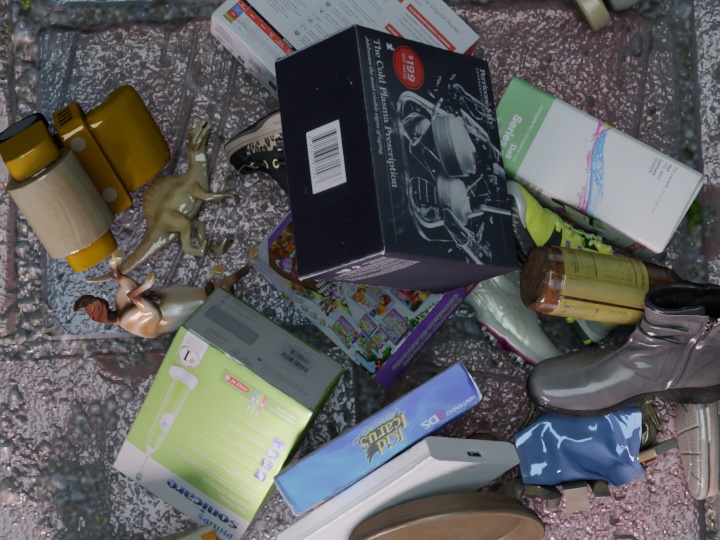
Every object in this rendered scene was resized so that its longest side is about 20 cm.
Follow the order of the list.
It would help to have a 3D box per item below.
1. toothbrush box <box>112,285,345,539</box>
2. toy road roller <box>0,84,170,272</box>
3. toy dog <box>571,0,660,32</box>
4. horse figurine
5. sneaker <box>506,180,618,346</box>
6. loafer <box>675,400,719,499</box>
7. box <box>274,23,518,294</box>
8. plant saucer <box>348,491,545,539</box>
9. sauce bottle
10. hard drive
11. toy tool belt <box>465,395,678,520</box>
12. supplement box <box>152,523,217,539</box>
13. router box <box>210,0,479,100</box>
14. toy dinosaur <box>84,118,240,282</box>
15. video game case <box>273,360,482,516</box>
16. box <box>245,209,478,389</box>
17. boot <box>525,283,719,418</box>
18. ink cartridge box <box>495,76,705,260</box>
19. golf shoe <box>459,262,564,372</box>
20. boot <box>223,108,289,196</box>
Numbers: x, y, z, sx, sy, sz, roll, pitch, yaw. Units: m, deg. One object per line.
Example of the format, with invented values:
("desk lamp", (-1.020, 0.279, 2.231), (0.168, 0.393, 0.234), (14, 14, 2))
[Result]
("toothbrush box", (-0.127, 0.140, 1.488), (0.145, 0.086, 0.200), (32, 124, 5))
("toy road roller", (-0.256, -0.101, 1.500), (0.146, 0.200, 0.123), (-32, 112, -3))
("toy dog", (0.221, -0.328, 1.533), (0.200, 0.096, 0.132), (40, 90, 4))
("horse figurine", (-0.177, 0.029, 1.510), (0.199, 0.133, 0.050), (-3, 58, -15))
("sneaker", (0.194, -0.019, 1.503), (0.076, 0.075, 0.200), (-37, 122, 5))
("loafer", (0.339, 0.118, 1.521), (0.063, 0.072, 0.201), (-5, 83, -7))
("box", (0.033, -0.091, 1.375), (0.104, 0.182, 0.201), (-18, 74, 40))
("plant saucer", (0.073, 0.252, 1.474), (0.199, 0.200, 0.030), (-13, 61, 2))
("sauce bottle", (0.247, 0.021, 1.460), (0.199, 0.066, 0.066), (11, 88, -21))
("hard drive", (0.035, 0.212, 1.460), (0.200, 0.132, 0.026), (-38, 60, 32))
("toy tool belt", (0.192, 0.171, 1.488), (0.199, 0.123, 0.125), (-14, 101, 2))
("supplement box", (-0.220, 0.331, 1.504), (0.199, 0.073, 0.127), (-20, 85, 24))
("router box", (-0.015, -0.231, 1.545), (0.179, 0.049, 0.200), (-43, 85, -14))
("toy dinosaur", (-0.181, -0.049, 1.573), (0.101, 0.058, 0.201), (29, 82, 19))
("video game case", (0.022, 0.156, 1.478), (0.199, 0.181, 0.046), (-32, 85, 2))
("box", (0.000, 0.000, 1.516), (0.137, 0.039, 0.200), (-49, 57, 1))
("boot", (0.250, 0.064, 1.424), (0.199, 0.132, 0.070), (-8, 50, -8))
("ink cartridge box", (0.211, -0.093, 1.498), (0.199, 0.145, 0.084), (28, 89, 4))
("golf shoe", (0.138, 0.024, 1.534), (0.200, 0.075, 0.092), (42, 87, 3))
("boot", (-0.053, -0.076, 1.495), (0.073, 0.203, 0.154), (-28, 93, -25))
